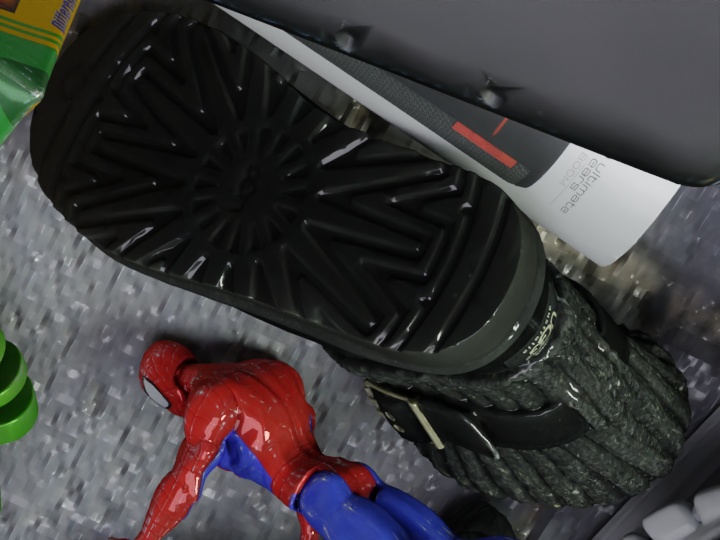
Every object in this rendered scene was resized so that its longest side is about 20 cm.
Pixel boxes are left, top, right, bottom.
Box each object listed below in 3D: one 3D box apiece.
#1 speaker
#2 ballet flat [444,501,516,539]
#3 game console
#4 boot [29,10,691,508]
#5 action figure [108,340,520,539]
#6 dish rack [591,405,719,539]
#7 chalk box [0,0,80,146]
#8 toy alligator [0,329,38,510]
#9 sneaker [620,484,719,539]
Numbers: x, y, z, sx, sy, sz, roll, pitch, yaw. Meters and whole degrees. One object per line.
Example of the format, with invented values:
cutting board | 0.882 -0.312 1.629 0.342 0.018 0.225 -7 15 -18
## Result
speaker | 0.018 -0.087 0.863 0.199 0.081 0.081 34 119 -7
ballet flat | 0.075 0.171 1.045 0.066 0.057 0.201 7 136 44
game console | 0.052 -0.152 0.811 0.199 0.177 0.117 21 151 -5
boot | -0.001 0.002 0.931 0.080 0.210 0.158 -57 148 -4
action figure | -0.012 0.103 0.967 0.200 0.065 0.099 38 116 24
dish rack | 0.190 0.129 1.010 0.199 0.044 0.172 33 118 -14
chalk box | -0.199 -0.096 0.869 0.199 0.125 0.124 35 119 -16
toy alligator | -0.161 0.014 0.954 0.054 0.059 0.200 -26 130 11
sneaker | 0.164 0.090 0.900 0.077 0.092 0.200 27 125 -26
